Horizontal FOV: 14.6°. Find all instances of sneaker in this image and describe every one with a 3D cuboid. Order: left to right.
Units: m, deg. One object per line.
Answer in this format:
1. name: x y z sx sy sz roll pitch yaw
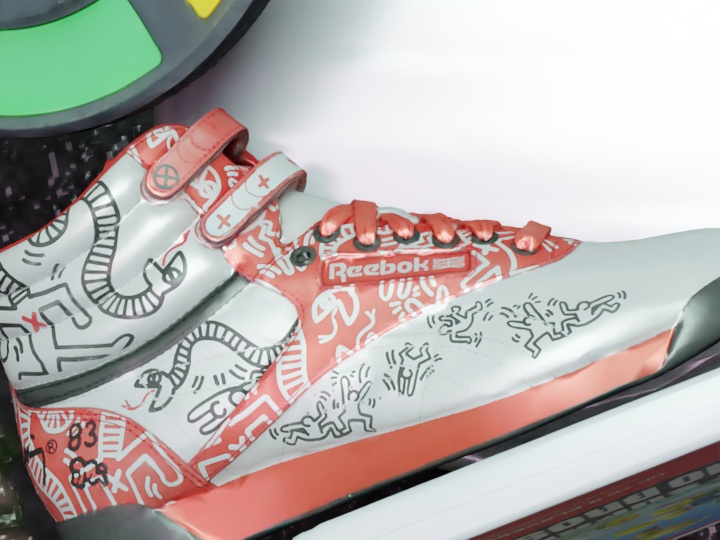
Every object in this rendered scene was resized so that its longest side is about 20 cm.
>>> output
1. sneaker: -0.001 0.000 0.722 0.201 0.067 0.108 -23 87 9

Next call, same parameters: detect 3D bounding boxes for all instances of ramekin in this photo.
1. ramekin: 0.047 -0.042 0.799 0.202 0.094 0.203 -1 86 7

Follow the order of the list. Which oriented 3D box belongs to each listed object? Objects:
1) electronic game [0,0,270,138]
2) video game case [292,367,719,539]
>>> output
1. electronic game: -0.093 -0.132 0.713 0.200 0.042 0.200 8 106 28
2. video game case: 0.068 0.058 0.736 0.143 0.200 0.017 -22 78 6
